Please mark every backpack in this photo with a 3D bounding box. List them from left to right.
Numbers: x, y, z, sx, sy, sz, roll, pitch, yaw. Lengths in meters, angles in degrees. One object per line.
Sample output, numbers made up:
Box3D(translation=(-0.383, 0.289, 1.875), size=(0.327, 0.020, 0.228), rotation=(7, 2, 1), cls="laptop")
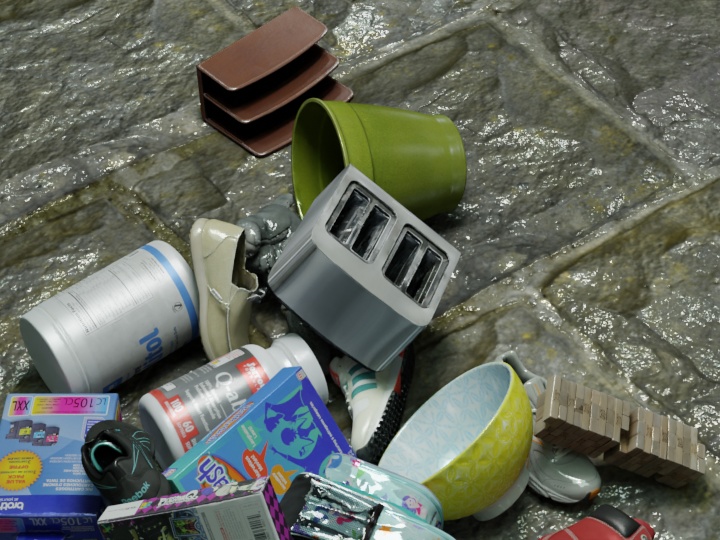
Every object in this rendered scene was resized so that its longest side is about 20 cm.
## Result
Box3D(translation=(0.014, 0.294, 1.391), size=(0.198, 0.179, 0.151), rotation=(22, 55, 17), cls="backpack")

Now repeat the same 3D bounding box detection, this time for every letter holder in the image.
Box3D(translation=(-0.118, -0.274, 1.996), size=(0.142, 0.101, 0.199), rotation=(36, 56, 29), cls="letter holder")

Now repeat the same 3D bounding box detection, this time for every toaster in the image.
Box3D(translation=(0.000, 0.000, 1.590), size=(0.180, 0.119, 0.201), rotation=(37, 44, -7), cls="toaster")

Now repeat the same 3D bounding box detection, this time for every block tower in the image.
Box3D(translation=(0.283, 0.180, 1.515), size=(0.198, 0.058, 0.055), rotation=(22, 54, -16), cls="block tower")

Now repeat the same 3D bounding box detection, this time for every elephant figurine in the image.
Box3D(translation=(-0.072, 0.014, 1.717), size=(0.198, 0.157, 0.141), rotation=(30, 10, 15), cls="elephant figurine")

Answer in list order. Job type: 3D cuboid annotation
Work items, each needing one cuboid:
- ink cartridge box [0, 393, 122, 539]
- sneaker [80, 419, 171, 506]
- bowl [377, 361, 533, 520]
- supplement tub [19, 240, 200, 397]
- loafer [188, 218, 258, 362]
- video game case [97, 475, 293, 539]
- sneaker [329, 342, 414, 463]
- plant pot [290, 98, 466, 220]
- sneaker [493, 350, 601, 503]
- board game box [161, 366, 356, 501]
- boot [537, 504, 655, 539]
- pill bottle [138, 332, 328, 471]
Box3D(translation=(-0.343, 0.238, 1.528), size=(0.134, 0.077, 0.202), rotation=(-1, 47, 1), cls="ink cartridge box")
Box3D(translation=(-0.253, 0.191, 1.424), size=(0.075, 0.080, 0.200), rotation=(-42, 28, -10), cls="sneaker")
Box3D(translation=(0.122, 0.208, 1.502), size=(0.108, 0.199, 0.201), rotation=(47, 52, -13), cls="bowl")
Box3D(translation=(-0.295, 0.064, 1.654), size=(0.199, 0.133, 0.132), rotation=(-32, 53, -25), cls="supplement tub")
Box3D(translation=(-0.155, 0.036, 1.635), size=(0.067, 0.203, 0.076), rotation=(-6, 15, 16), cls="loafer")
Box3D(translation=(-0.140, 0.308, 1.335), size=(0.179, 0.202, 0.036), rotation=(-14, 19, 18), cls="video game case")
Box3D(translation=(0.002, 0.146, 1.614), size=(0.092, 0.071, 0.201), rotation=(4, 43, 16), cls="sneaker")
Box3D(translation=(0.031, -0.133, 1.807), size=(0.190, 0.202, 0.201), rotation=(-8, 45, -22), cls="plant pot")
Box3D(translation=(0.202, 0.175, 1.551), size=(0.075, 0.093, 0.200), rotation=(-20, 49, -30), cls="sneaker")
Box3D(translation=(-0.103, 0.225, 1.485), size=(0.200, 0.153, 0.045), rotation=(-40, 16, -30), cls="board game box")
Box3D(translation=(0.277, 0.331, 1.422), size=(0.143, 0.073, 0.200), rotation=(-22, 46, -21), cls="boot")
Box3D(translation=(-0.144, 0.155, 1.570), size=(0.198, 0.117, 0.116), rotation=(-26, 50, -21), cls="pill bottle")
